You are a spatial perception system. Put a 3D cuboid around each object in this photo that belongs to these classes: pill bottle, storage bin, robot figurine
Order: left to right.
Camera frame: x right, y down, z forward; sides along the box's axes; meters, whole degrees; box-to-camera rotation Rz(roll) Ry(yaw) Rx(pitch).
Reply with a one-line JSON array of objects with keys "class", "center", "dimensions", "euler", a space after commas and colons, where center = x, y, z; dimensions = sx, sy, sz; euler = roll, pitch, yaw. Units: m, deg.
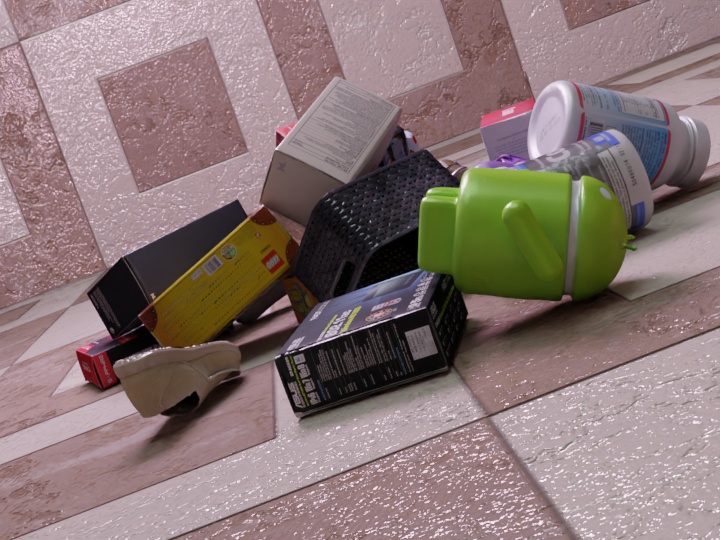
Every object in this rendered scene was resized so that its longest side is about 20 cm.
[{"class": "storage bin", "center": [0.029, -0.041, 1.444], "dimensions": [0.199, 0.094, 0.136], "euler": [-27, -28, -39]}, {"class": "robot figurine", "center": [0.153, -0.032, 1.135], "dimensions": [0.197, 0.118, 0.176], "euler": [5, 13, 9]}, {"class": "pill bottle", "center": [0.203, -0.067, 1.335], "dimensions": [0.197, 0.115, 0.114], "euler": [-21, 8, -7]}, {"class": "pill bottle", "center": [0.305, -0.153, 1.450], "dimensions": [0.197, 0.111, 0.109], "euler": [9, -1, -19]}]

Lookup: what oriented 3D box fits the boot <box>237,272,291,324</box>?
[{"class": "boot", "center": [-0.078, 0.007, 1.670], "dimensions": [0.131, 0.070, 0.201], "euler": [26, 70, 41]}]

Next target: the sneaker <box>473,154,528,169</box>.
[{"class": "sneaker", "center": [0.175, -0.099, 1.454], "dimensions": [0.081, 0.089, 0.199], "euler": [-46, -30, 23]}]

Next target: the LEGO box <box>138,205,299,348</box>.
[{"class": "LEGO box", "center": [-0.166, 0.021, 1.499], "dimensions": [0.200, 0.077, 0.149], "euler": [-42, 0, -6]}]

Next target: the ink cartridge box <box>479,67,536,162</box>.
[{"class": "ink cartridge box", "center": [0.210, -0.171, 1.647], "dimensions": [0.083, 0.178, 0.200], "euler": [-18, 8, 9]}]

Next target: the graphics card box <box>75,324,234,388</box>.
[{"class": "graphics card box", "center": [-0.282, 0.095, 1.687], "dimensions": [0.198, 0.052, 0.125], "euler": [-23, 9, -21]}]

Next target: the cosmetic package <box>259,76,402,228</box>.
[{"class": "cosmetic package", "center": [-0.034, -0.141, 1.509], "dimensions": [0.201, 0.102, 0.088], "euler": [-56, -9, -50]}]

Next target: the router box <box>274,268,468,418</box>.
[{"class": "router box", "center": [0.016, 0.059, 1.163], "dimensions": [0.148, 0.063, 0.200], "euler": [-20, 8, 13]}]

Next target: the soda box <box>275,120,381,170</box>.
[{"class": "soda box", "center": [-0.031, -0.125, 1.627], "dimensions": [0.069, 0.064, 0.200], "euler": [-24, 46, -29]}]

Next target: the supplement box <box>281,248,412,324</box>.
[{"class": "supplement box", "center": [0.000, 0.000, 1.563], "dimensions": [0.198, 0.067, 0.068], "euler": [-26, 10, -35]}]

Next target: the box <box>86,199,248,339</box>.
[{"class": "box", "center": [-0.247, -0.002, 1.651], "dimensions": [0.199, 0.080, 0.141], "euler": [-30, 0, -38]}]

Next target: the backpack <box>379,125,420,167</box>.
[{"class": "backpack", "center": [0.011, -0.103, 1.768], "dimensions": [0.198, 0.194, 0.153], "euler": [-7, 10, 45]}]

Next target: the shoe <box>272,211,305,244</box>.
[{"class": "shoe", "center": [-0.067, -0.064, 1.583], "dimensions": [0.053, 0.071, 0.200], "euler": [7, 16, -24]}]

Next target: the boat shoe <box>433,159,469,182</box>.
[{"class": "boat shoe", "center": [0.126, -0.091, 1.579], "dimensions": [0.072, 0.072, 0.200], "euler": [-42, -16, -12]}]

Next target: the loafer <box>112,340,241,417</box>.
[{"class": "loafer", "center": [-0.187, 0.116, 1.290], "dimensions": [0.075, 0.069, 0.199], "euler": [-14, -6, 25]}]
